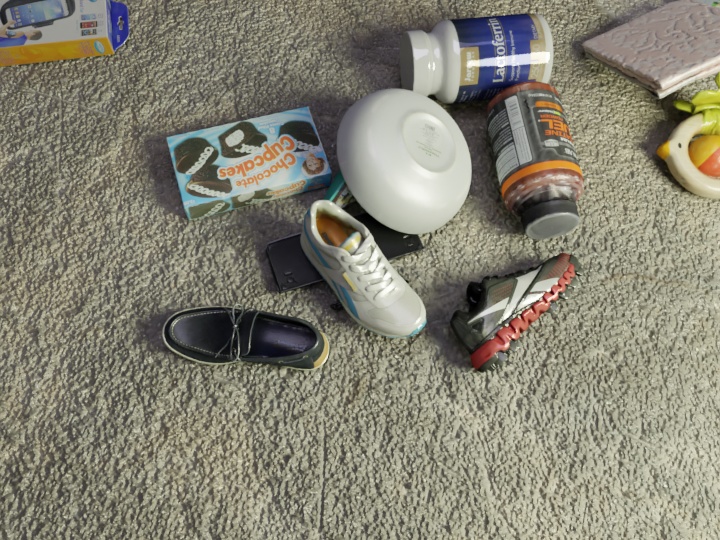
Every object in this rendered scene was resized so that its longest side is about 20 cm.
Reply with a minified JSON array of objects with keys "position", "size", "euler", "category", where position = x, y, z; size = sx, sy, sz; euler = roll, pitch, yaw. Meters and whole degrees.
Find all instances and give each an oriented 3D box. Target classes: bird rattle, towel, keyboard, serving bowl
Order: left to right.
[{"position":[-0.012,-0.008,0.807],"size":[0.200,0.021,0.127],"euler":[-17,67,-10],"category":"keyboard"},{"position":[0.071,-0.152,0.807],"size":[0.200,0.066,0.200],"euler":[11,67,-29],"category":"serving bowl"},{"position":[0.462,-0.331,0.915],"size":[0.191,0.032,0.200],"euler":[-25,39,0],"category":"towel"},{"position":[0.520,-0.169,0.896],"size":[0.163,0.113,0.200],"euler":[-38,86,-7],"category":"bird rattle"}]

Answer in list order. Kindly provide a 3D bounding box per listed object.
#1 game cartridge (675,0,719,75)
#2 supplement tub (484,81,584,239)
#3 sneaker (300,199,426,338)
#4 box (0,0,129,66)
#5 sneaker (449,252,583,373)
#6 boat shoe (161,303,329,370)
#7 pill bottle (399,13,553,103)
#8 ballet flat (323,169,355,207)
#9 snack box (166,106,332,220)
[{"position":[0.592,-0.370,1.004],"size":[0.200,0.040,0.133],"euler":[26,70,8],"category":"game cartridge"},{"position":[0.236,-0.145,0.839],"size":[0.107,0.107,0.200],"euler":[-4,67,-6],"category":"supplement tub"},{"position":[0.000,0.000,0.749],"size":[0.076,0.081,0.200],"euler":[-40,75,-22],"category":"sneaker"},{"position":[-0.451,-0.370,0.928],"size":[0.200,0.041,0.119],"euler":[-10,67,-6],"category":"box"},{"position":[0.190,0.031,0.774],"size":[0.200,0.071,0.098],"euler":[-40,76,-18],"category":"sneaker"},{"position":[-0.136,0.076,0.737],"size":[0.200,0.062,0.075],"euler":[8,67,1],"category":"boat shoe"},{"position":[0.162,-0.303,0.899],"size":[0.200,0.116,0.116],"euler":[-8,66,-7],"category":"pill bottle"},{"position":[0.013,-0.152,0.851],"size":[0.072,0.072,0.201],"euler":[19,67,5],"category":"ballet flat"},{"position":[-0.150,-0.148,0.850],"size":[0.200,0.037,0.116],"euler":[-16,68,-11],"category":"snack box"}]
